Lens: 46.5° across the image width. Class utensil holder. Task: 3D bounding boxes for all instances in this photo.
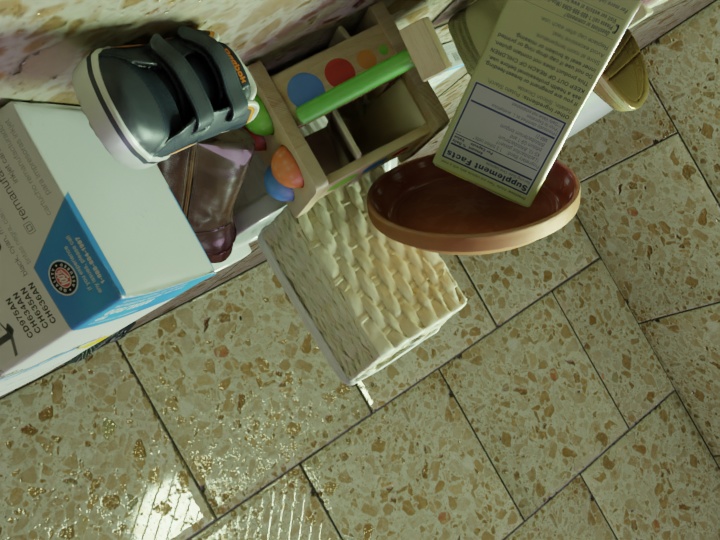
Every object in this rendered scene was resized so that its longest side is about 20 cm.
[{"bbox_3d":[0.557,-0.451,2.186,0.200,0.170,0.170,-32,180,2],"label":"utensil holder"}]

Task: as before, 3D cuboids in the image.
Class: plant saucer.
[{"bbox_3d":[0.106,-0.066,0.799,0.200,0.032,0.200,-5,-152,3],"label":"plant saucer"}]

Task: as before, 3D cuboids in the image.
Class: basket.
[{"bbox_3d":[0.000,0.000,0.892,0.135,0.200,0.123,-30,174,-21],"label":"basket"}]

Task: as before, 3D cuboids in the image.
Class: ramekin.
[{"bbox_3d":[-0.098,-0.113,0.948,0.200,0.105,0.200,-29,-179,0],"label":"ramekin"}]

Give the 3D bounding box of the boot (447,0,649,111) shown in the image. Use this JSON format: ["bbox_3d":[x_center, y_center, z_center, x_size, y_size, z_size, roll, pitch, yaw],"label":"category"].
[{"bbox_3d":[0.198,-0.231,0.904,0.073,0.200,0.155,-53,-167,-28],"label":"boot"}]

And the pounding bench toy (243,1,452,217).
[{"bbox_3d":[-0.021,-0.145,0.743,0.156,0.124,0.200,-29,180,-15],"label":"pounding bench toy"}]

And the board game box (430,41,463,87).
[{"bbox_3d":[0.028,-0.224,1.059,0.134,0.034,0.200,-30,180,44],"label":"board game box"}]

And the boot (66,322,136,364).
[{"bbox_3d":[-0.622,0.156,1.971,0.165,0.066,0.200,-28,-176,-5],"label":"boot"}]

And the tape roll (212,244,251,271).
[{"bbox_3d":[-0.265,-0.018,1.228,0.202,0.071,0.202,-22,-172,3],"label":"tape roll"}]

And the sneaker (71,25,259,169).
[{"bbox_3d":[-0.118,-0.119,0.547,0.079,0.078,0.200,-25,-168,8],"label":"sneaker"}]

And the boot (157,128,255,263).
[{"bbox_3d":[-0.198,-0.079,0.778,0.186,0.064,0.200,3,153,-11],"label":"boot"}]

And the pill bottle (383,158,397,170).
[{"bbox_3d":[-0.031,-0.146,1.206,0.113,0.113,0.200,-30,180,32],"label":"pill bottle"}]

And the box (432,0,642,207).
[{"bbox_3d":[0.161,-0.191,0.755,0.176,0.097,0.200,-61,176,-56],"label":"box"}]

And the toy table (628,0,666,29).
[{"bbox_3d":[0.303,-0.335,0.857,0.200,0.117,0.184,-31,-179,-33],"label":"toy table"}]

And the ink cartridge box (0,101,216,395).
[{"bbox_3d":[-0.245,-0.005,0.608,0.200,0.147,0.145,-30,180,16],"label":"ink cartridge box"}]
